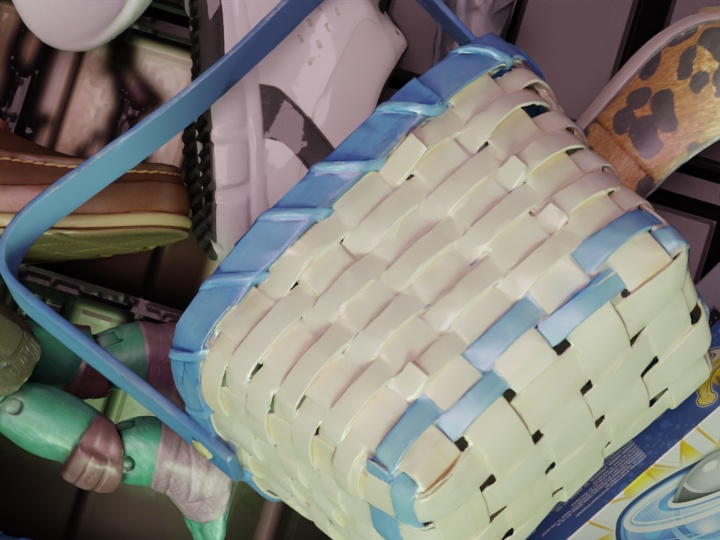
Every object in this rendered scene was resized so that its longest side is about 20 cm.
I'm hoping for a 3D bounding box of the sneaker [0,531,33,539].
[{"bbox_3d":[-0.117,0.122,1.052,0.200,0.066,0.078,35,76,6],"label":"sneaker"}]

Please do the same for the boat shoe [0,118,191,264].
[{"bbox_3d":[-0.159,-0.040,1.064,0.200,0.072,0.068,4,84,8],"label":"boat shoe"}]

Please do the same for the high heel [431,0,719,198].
[{"bbox_3d":[0.117,-0.024,1.053,0.200,0.071,0.143,5,94,4],"label":"high heel"}]

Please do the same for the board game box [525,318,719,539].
[{"bbox_3d":[0.150,0.072,1.008,0.200,0.034,0.135,-42,127,-1],"label":"board game box"}]

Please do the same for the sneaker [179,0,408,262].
[{"bbox_3d":[-0.026,-0.104,1.072,0.080,0.074,0.200,-3,88,-11],"label":"sneaker"}]

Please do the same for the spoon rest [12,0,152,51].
[{"bbox_3d":[-0.104,-0.179,1.069,0.061,0.099,0.200,3,83,-39],"label":"spoon rest"}]

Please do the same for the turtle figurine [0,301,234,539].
[{"bbox_3d":[-0.147,0.047,1.009,0.200,0.101,0.150,6,49,-17],"label":"turtle figurine"}]

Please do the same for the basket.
[{"bbox_3d":[0.000,0.000,0.961,0.176,0.139,0.200,-40,64,-11],"label":"basket"}]

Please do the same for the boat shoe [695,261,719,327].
[{"bbox_3d":[0.113,0.056,1.040,0.200,0.069,0.057,-40,124,7],"label":"boat shoe"}]
